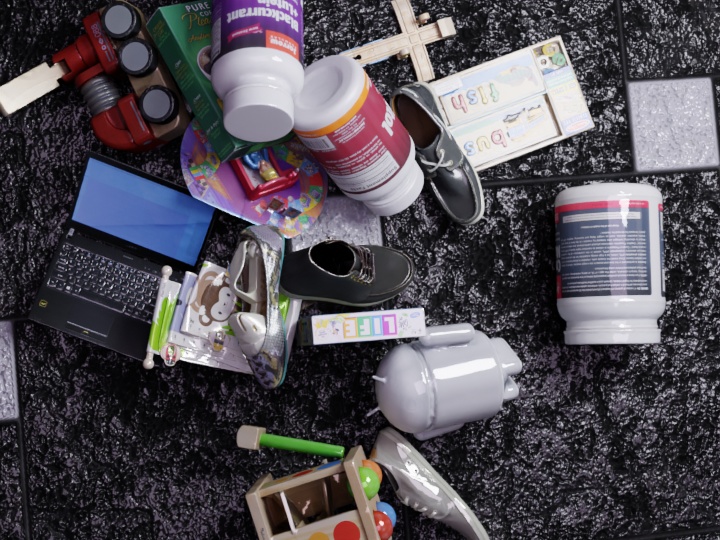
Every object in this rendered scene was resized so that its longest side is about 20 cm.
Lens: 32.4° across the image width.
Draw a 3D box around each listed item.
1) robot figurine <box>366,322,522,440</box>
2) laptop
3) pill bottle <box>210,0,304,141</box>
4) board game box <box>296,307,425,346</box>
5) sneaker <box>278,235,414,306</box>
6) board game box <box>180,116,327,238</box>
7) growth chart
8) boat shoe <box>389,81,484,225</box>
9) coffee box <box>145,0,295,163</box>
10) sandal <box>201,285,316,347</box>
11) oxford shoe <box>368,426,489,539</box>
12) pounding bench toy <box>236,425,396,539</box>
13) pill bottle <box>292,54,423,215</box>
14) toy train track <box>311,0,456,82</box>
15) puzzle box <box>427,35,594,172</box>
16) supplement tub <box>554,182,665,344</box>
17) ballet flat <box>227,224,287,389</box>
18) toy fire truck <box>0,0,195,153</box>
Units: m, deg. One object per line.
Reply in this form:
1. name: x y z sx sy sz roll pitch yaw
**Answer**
1. robot figurine: 0.103 0.141 1.568 0.198 0.113 0.171 -9 121 -19
2. laptop: -0.291 -0.012 1.529 0.176 0.103 0.202 21 67 -6
3. pill bottle: -0.121 -0.259 1.464 0.110 0.112 0.202 1 65 -8
4. board game box: -0.004 0.070 1.520 0.133 0.200 0.035 -5 87 -8
5. sneaker: 0.000 0.000 1.550 0.198 0.106 0.076 -4 79 -30
6. board game box: -0.124 -0.138 1.555 0.199 0.039 0.159 24 58 -17
7. growth chart: -0.165 0.058 1.528 0.198 0.018 0.146 8 82 -24
8. boat shoe: 0.095 -0.148 1.606 0.071 0.068 0.201 -26 90 23
9. coffee box: -0.166 -0.239 1.529 0.122 0.044 0.201 -25 82 -43
10. sandal: -0.138 0.042 1.581 0.199 0.054 0.082 -29 97 -23
11. oxford shoe: 0.085 0.287 1.585 0.200 0.075 0.058 45 76 4
12. pounding bench toy: -0.052 0.264 1.523 0.155 0.124 0.202 -19 89 5
13. pill bottle: -0.002 -0.161 1.540 0.113 0.113 0.200 -48 133 -8
14. toy train track: 0.032 -0.294 1.631 0.198 0.033 0.116 -20 90 -8
15. puzzle box: 0.199 -0.217 1.655 0.198 0.025 0.134 -22 91 -9
16. supplement tub: 0.322 -0.006 1.602 0.139 0.140 0.202 0 86 -8
17. ballet flat: -0.129 0.042 1.497 0.071 0.072 0.202 0 78 -8
18. toy fire truck: -0.333 -0.219 1.541 0.199 0.129 0.177 -26 86 9
